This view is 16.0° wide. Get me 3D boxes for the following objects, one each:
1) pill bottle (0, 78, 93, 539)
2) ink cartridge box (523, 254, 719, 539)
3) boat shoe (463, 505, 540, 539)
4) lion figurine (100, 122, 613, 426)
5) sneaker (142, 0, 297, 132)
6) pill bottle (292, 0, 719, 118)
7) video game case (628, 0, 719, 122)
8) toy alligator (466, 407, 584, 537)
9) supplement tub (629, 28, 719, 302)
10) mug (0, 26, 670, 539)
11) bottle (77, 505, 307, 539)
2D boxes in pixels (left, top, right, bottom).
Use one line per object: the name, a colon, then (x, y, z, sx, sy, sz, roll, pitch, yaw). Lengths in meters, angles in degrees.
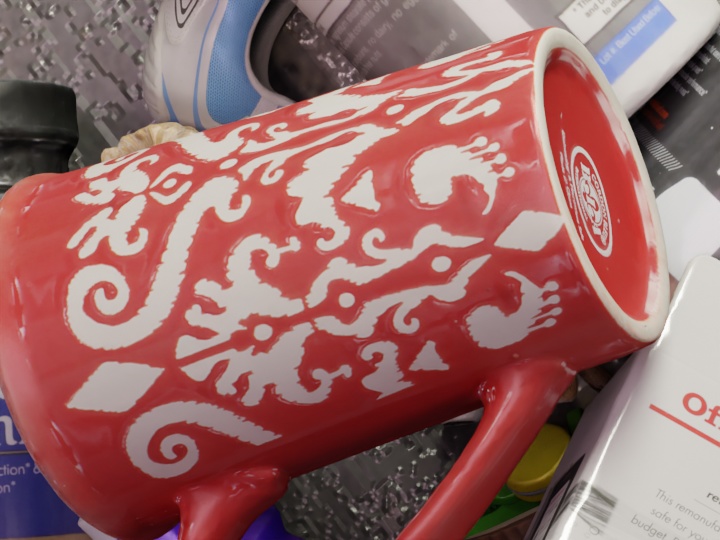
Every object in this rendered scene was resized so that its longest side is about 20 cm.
pill bottle: (-0.149, 0.030, 1.002, 0.111, 0.112, 0.201, -4, 87, 14)
ink cartridge box: (0.112, 0.109, 0.854, 0.116, 0.067, 0.200, 30, 61, -1)
boat shoe: (0.068, 0.121, 0.917, 0.201, 0.075, 0.075, -6, 69, -21)
lion figurine: (0.000, 0.000, 0.989, 0.199, 0.072, 0.123, -3, 81, -8)
sneaker: (-0.038, -0.150, 1.007, 0.072, 0.072, 0.201, 8, 90, 4)
pill bottle: (0.025, -0.127, 0.928, 0.114, 0.114, 0.200, -43, 90, 9)
video game case: (0.101, -0.137, 0.995, 0.143, 0.018, 0.200, 42, 98, 13)
toy alligator: (0.072, 0.082, 0.977, 0.199, 0.059, 0.054, -22, 37, 19)
supplement tub: (0.172, -0.057, 0.926, 0.107, 0.107, 0.200, 45, 99, 12)
mug: (0.000, 0.021, 0.860, 0.199, 0.133, 0.178, -19, 97, 22)
bottle: (-0.019, 0.147, 0.956, 0.200, 0.065, 0.083, 45, 133, -5)
